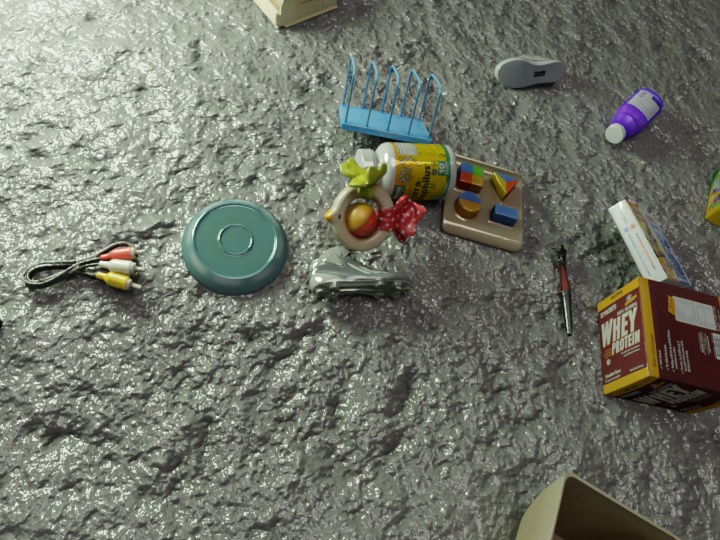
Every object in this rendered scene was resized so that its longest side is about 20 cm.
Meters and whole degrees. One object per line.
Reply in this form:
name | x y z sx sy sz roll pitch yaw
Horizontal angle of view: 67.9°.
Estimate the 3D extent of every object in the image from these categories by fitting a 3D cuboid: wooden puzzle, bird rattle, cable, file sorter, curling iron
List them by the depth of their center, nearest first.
cable | -0.463 -0.013 0.905 0.195 0.051 0.099 3 62 -14
bird rattle | 0.018 -0.112 1.016 0.163 0.200 0.113 -45 35 -4
curling iron | 0.419 0.038 1.108 0.049 0.025 0.205 28 57 -43
file sorter | 0.061 -0.363 1.138 0.195 0.125 0.140 8 32 -10
wooden puzzle | 0.273 -0.156 1.159 0.181 0.046 0.204 15 62 -6

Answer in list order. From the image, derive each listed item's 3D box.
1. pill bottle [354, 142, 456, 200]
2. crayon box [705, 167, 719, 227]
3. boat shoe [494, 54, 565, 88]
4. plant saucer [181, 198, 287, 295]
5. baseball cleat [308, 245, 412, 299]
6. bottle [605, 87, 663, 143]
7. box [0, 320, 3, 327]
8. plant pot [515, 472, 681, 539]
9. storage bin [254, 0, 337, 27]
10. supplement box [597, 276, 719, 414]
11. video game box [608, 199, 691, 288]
pill bottle | 0.089 -0.204 1.100 0.195 0.113 0.115 -1 64 -14
crayon box | 0.906 -0.195 1.288 0.051 0.126 0.202 28 61 3
boat shoe | 0.424 -0.519 1.373 0.195 0.072 0.070 -10 39 -14
plant saucer | -0.232 -0.053 0.996 0.195 0.028 0.205 6 63 -11
baseball cleat | 0.000 0.000 1.004 0.195 0.070 0.108 1 57 -17
bottle | 0.696 -0.392 1.369 0.084 0.066 0.199 45 63 11
box | -0.675 0.115 0.795 0.158 0.044 0.202 27 61 1
plant pot | 0.321 0.453 0.794 0.197 0.178 0.202 30 60 2
storage bin | -0.176 -0.716 1.300 0.197 0.094 0.201 -33 76 -26
supplement box | 0.591 0.148 1.037 0.195 0.133 0.201 13 62 -7
video game box | 0.620 -0.047 1.141 0.197 0.047 0.186 8 56 -46
